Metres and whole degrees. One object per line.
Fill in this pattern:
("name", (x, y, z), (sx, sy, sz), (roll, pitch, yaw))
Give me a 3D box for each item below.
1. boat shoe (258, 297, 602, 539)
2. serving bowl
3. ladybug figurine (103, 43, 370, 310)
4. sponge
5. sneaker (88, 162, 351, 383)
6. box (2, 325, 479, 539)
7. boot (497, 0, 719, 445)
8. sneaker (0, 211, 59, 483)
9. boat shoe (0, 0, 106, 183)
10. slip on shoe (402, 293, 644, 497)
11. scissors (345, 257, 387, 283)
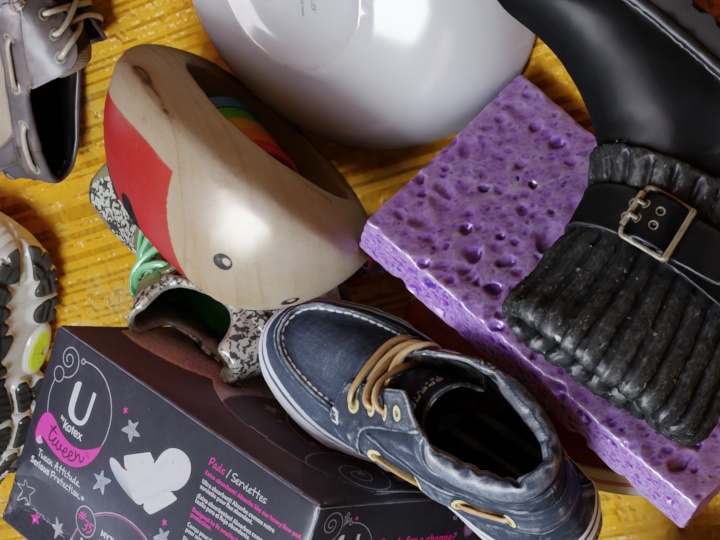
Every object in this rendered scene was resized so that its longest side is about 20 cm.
("boat shoe", (0.025, 0.055, 1.260), (0.200, 0.071, 0.091), (33, 164, 30))
("serving bowl", (-0.015, -0.144, 1.298), (0.199, 0.066, 0.201), (20, 124, 33))
("ladybug figurine", (-0.066, -0.042, 1.321), (0.072, 0.135, 0.200), (-53, 29, 11))
("sponge", (0.107, 0.011, 1.246), (0.200, 0.111, 0.030), (42, 155, 15))
("sneaker", (-0.090, -0.003, 1.402), (0.200, 0.088, 0.077), (33, 132, 41))
("box", (-0.057, 0.115, 1.367), (0.200, 0.132, 0.115), (32, 111, 38))
("boot", (0.103, -0.042, 1.185), (0.211, 0.079, 0.158), (39, 91, 17))
("sneaker", (-0.224, 0.048, 1.586), (0.085, 0.077, 0.201), (39, 126, 32))
("boat shoe", (-0.166, -0.130, 1.440), (0.073, 0.075, 0.201), (24, 136, 16))
("slip on shoe", (0.098, 0.052, 1.308), (0.199, 0.074, 0.062), (26, 125, 33))
("scissors", (0.000, 0.000, 1.373), (0.199, 0.014, 0.074), (17, 118, 47))
